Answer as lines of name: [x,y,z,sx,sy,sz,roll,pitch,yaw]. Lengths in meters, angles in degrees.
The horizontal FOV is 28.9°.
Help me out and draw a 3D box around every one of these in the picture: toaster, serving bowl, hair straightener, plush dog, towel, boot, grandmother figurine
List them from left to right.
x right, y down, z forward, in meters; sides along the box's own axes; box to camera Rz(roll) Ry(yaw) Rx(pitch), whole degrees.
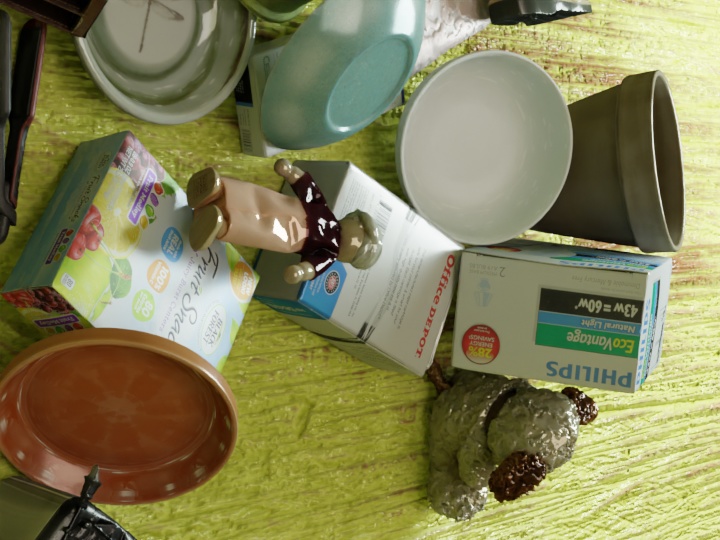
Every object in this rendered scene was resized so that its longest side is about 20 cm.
hair straightener: [-0.300,-0.108,1.106,0.077,0.041,0.202,9,92,-46]
toaster: [-0.249,0.279,1.134,0.201,0.118,0.181,-55,130,-23]
grandmother figurine: [-0.060,-0.041,1.237,0.199,0.060,0.122,14,68,-39]
towel: [0.060,-0.313,1.452,0.200,0.032,0.192,-37,120,-36]
serving bowl: [0.121,-0.130,1.463,0.198,0.066,0.202,-5,103,-21]
plush dog: [0.161,0.166,1.506,0.200,0.171,0.161,-45,124,-32]
boot: [0.196,-0.346,1.551,0.200,0.077,0.140,-15,95,-62]

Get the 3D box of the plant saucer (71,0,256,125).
plant saucer: [-0.178,-0.226,1.203,0.199,0.050,0.202,-6,98,-45]

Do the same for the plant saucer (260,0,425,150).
plant saucer: [-0.003,-0.179,1.270,0.201,0.039,0.201,-37,156,-20]

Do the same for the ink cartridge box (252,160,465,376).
ink cartridge box: [0.000,0.000,1.386,0.200,0.084,0.147,34,70,-43]

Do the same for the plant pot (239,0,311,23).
plant pot: [-0.014,-0.335,1.221,0.200,0.189,0.202,25,62,-58]

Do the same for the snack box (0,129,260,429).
snack box: [-0.186,0.012,1.184,0.200,0.067,0.170,51,45,-38]

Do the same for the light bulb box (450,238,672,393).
light bulb box: [0.217,0.042,1.484,0.200,0.197,0.126,-14,110,-71]

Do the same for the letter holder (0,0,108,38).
letter holder: [-0.236,-0.306,1.065,0.141,0.100,0.201,21,76,-18]

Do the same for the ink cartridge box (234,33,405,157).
ink cartridge box: [-0.038,-0.184,1.356,0.199,0.039,0.100,-24,116,-41]

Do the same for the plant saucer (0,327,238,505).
plant saucer: [-0.199,0.117,1.139,0.200,0.199,0.032,49,24,-37]

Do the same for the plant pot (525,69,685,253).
plant pot: [0.260,-0.112,1.558,0.200,0.172,0.202,-5,90,-67]
